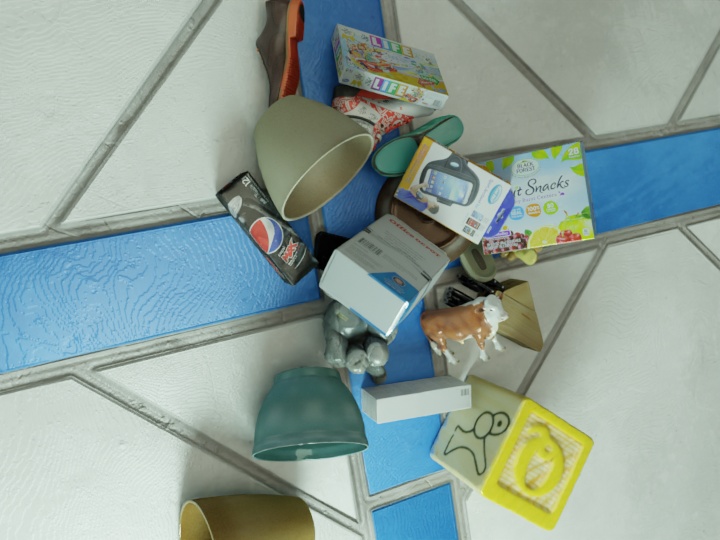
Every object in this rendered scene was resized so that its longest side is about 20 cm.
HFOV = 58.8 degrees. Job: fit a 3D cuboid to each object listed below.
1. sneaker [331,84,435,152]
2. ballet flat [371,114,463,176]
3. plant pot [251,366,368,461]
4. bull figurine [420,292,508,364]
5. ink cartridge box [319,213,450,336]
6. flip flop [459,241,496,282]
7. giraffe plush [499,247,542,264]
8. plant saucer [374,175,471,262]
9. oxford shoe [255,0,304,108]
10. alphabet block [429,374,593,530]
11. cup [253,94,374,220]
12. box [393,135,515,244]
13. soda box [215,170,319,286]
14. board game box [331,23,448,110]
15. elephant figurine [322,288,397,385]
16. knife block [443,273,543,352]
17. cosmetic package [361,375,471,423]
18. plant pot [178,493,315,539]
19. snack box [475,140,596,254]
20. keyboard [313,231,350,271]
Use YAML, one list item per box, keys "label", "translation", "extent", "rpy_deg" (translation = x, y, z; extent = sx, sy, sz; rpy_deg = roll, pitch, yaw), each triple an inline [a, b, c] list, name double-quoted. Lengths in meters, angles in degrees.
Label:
- label: "sneaker"
  translation: [0.042, -0.268, 1.166]
  extent: [0.198, 0.067, 0.110]
  rpy_deg: [3, 94, -18]
- label: "ballet flat"
  translation: [0.101, -0.228, 1.189]
  extent: [0.198, 0.070, 0.068]
  rpy_deg: [-29, 102, -14]
- label: "plant pot"
  translation: [-0.088, 0.245, 1.100]
  extent: [0.197, 0.200, 0.136]
  rpy_deg: [5, 65, -21]
- label: "bull figurine"
  translation: [0.203, 0.108, 1.198]
  extent: [0.065, 0.198, 0.123]
  rpy_deg: [-34, 107, -45]
- label: "ink cartridge box"
  translation: [0.046, 0.001, 1.083]
  extent: [0.146, 0.200, 0.086]
  rpy_deg: [36, 122, 11]
- label: "flip flop"
  translation: [0.201, -0.071, 1.223]
  extent: [0.080, 0.058, 0.202]
  rpy_deg: [-24, 77, -15]
- label: "giraffe plush"
  translation: [0.326, -0.097, 1.249]
  extent: [0.197, 0.173, 0.165]
  rpy_deg: [13, 97, -13]
- label: "plant saucer"
  translation: [0.124, -0.107, 1.183]
  extent: [0.197, 0.037, 0.204]
  rpy_deg: [0, 88, 2]
- label: "oxford shoe"
  translation: [-0.143, -0.360, 1.097]
  extent: [0.071, 0.071, 0.203]
  rpy_deg: [9, 94, 7]
- label: "alphabet block"
  translation: [0.286, 0.344, 1.233]
  extent: [0.195, 0.200, 0.197]
  rpy_deg: [30, 84, -21]
- label: "cup"
  translation: [-0.095, -0.205, 1.066]
  extent: [0.199, 0.201, 0.144]
  rpy_deg: [-38, 80, -15]
- label: "box"
  translation: [0.172, -0.137, 1.130]
  extent: [0.198, 0.041, 0.120]
  rpy_deg: [30, 107, 5]
- label: "soda box"
  translation: [-0.160, -0.071, 1.097]
  extent: [0.063, 0.071, 0.201]
  rpy_deg: [-41, 107, -12]
- label: "board game box"
  translation: [0.051, -0.361, 1.135]
  extent: [0.197, 0.034, 0.136]
  rpy_deg: [9, 47, -22]
- label: "elephant figurine"
  translation: [-0.007, 0.119, 1.143]
  extent: [0.139, 0.200, 0.158]
  rpy_deg: [13, 84, 3]
- label: "knife block"
  translation: [0.262, 0.092, 1.279]
  extent: [0.173, 0.064, 0.203]
  rpy_deg: [-21, 101, -18]
- label: "cosmetic package"
  translation: [0.107, 0.245, 1.220]
  extent: [0.197, 0.082, 0.052]
  rpy_deg: [-4, 98, -20]
- label: "plant pot"
  translation: [-0.182, 0.461, 1.084]
  extent: [0.198, 0.185, 0.190]
  rpy_deg: [-4, 96, -34]
- label: "snack box"
  translation: [0.309, -0.128, 1.148]
  extent: [0.068, 0.197, 0.172]
  rpy_deg: [-24, 105, -63]
- label: "keyboard"
  translation: [0.000, 0.000, 1.193]
  extent: [0.197, 0.040, 0.106]
  rpy_deg: [14, 66, -21]
